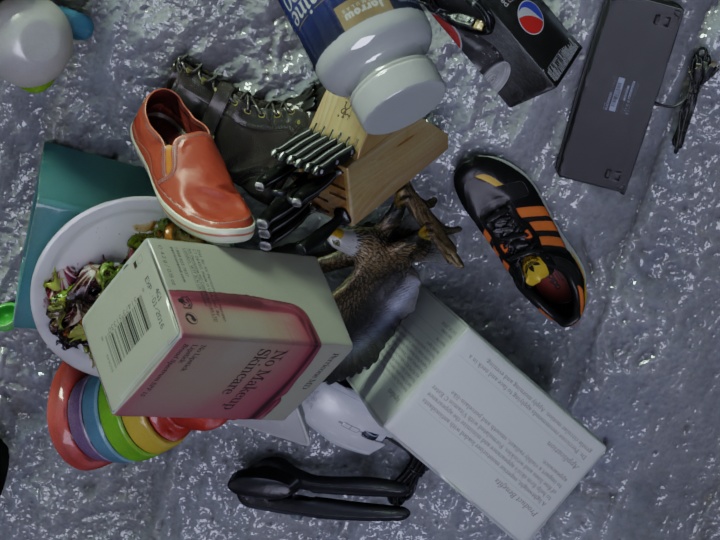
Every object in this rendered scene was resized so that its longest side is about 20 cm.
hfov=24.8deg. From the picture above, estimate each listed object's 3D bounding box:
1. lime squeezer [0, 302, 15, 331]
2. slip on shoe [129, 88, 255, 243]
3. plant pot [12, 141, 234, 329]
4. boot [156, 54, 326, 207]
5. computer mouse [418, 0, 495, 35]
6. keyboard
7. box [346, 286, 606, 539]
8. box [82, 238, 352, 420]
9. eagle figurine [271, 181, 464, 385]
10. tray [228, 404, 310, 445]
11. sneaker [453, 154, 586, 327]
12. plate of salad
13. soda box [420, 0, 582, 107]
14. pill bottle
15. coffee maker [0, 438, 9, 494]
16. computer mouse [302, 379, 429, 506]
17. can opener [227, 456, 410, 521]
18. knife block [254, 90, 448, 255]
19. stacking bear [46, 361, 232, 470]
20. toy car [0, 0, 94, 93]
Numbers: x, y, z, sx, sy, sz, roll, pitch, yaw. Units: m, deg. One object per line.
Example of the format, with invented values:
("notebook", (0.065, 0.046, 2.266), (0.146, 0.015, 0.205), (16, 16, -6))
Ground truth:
("lime squeezer", (-0.374, 0.069, 1.729), (0.071, 0.038, 0.200), (40, 109, -17))
("slip on shoe", (-0.157, -0.096, 1.519), (0.074, 0.200, 0.061), (-10, 136, -30))
("plant pot", (-0.232, -0.019, 1.632), (0.199, 0.141, 0.142), (11, 116, -13))
("boot", (-0.107, -0.159, 1.602), (0.174, 0.069, 0.201), (31, 105, -4))
("computer mouse", (0.034, -0.246, 1.520), (0.199, 0.034, 0.059), (16, 130, 32))
("keyboard", (0.276, -0.170, 1.615), (0.126, 0.021, 0.201), (15, 116, 0))
("box", (0.111, 0.142, 1.654), (0.199, 0.200, 0.131), (41, 91, -17))
("box", (-0.130, 0.058, 1.492), (0.199, 0.109, 0.128), (6, 138, -41))
("eagle figurine", (-0.005, -0.004, 1.624), (0.151, 0.152, 0.200), (42, 109, -17))
("tray", (-0.125, 0.113, 1.693), (0.199, 0.022, 0.108), (11, 128, 47))
("sneaker", (0.166, -0.029, 1.644), (0.070, 0.090, 0.200), (-33, 111, 16))
("plate of salad", (-0.212, 0.024, 1.558), (0.199, 0.048, 0.201), (-8, 121, -13))
("soda box", (0.114, -0.252, 1.540), (0.200, 0.063, 0.071), (47, 144, -18))
("pill bottle", (-0.004, -0.226, 1.455), (0.111, 0.111, 0.201), (-32, 72, 15))
("coffee maker", (-0.451, 0.165, 1.706), (0.191, 0.135, 0.200), (-6, 130, 31))
("computer mouse", (-0.002, 0.168, 1.767), (0.200, 0.044, 0.110), (34, 113, -14))
("can opener", (-0.043, 0.245, 1.775), (0.199, 0.079, 0.064), (7, 111, 10))
("knife block", (-0.014, -0.083, 1.543), (0.064, 0.200, 0.176), (25, 92, 31))
("stacking bear", (-0.213, 0.136, 1.683), (0.199, 0.114, 0.122), (-15, 116, 30))
("toy car", (-0.322, -0.268, 1.518), (0.150, 0.175, 0.201), (-38, 114, -22))
